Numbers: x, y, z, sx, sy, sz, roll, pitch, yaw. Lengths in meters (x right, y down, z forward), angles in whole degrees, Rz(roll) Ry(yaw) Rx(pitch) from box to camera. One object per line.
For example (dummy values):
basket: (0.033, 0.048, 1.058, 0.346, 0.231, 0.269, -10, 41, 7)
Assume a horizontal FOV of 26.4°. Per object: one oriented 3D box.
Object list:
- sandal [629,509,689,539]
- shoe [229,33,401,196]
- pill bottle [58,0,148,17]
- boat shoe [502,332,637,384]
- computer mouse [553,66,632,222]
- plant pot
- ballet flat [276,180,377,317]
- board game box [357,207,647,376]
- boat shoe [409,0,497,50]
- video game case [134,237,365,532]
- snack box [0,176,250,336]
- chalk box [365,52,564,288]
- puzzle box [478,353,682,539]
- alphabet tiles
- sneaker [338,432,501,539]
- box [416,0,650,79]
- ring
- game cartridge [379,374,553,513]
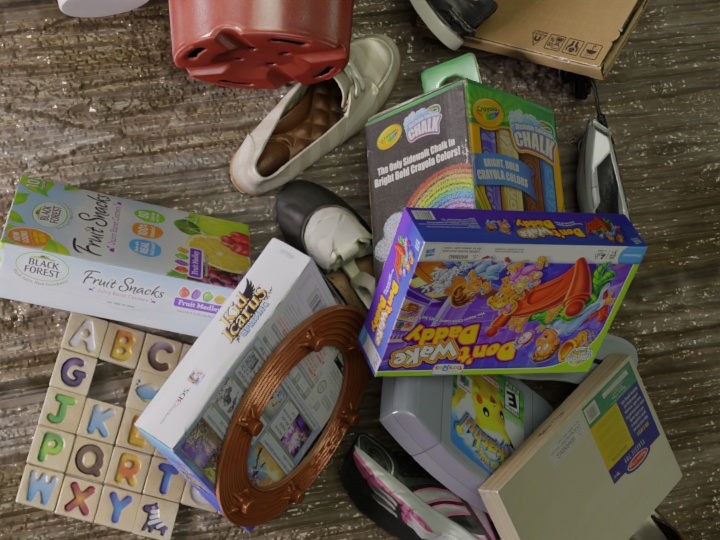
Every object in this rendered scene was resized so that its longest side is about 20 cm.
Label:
sandal: (0.268, 0.252, 1.364, 0.082, 0.055, 0.200, -37, 89, -17)
shoe: (-0.033, -0.140, 1.361, 0.070, 0.053, 0.200, 45, 74, -3)
pill bottle: (-0.235, -0.326, 1.316, 0.111, 0.111, 0.201, -11, 84, -15)
boat shoe: (0.152, 0.064, 1.337, 0.199, 0.062, 0.072, 21, 85, -31)
computer mouse: (0.212, -0.101, 1.399, 0.044, 0.110, 0.201, -13, 91, 11)
plant pot: (-0.083, -0.267, 1.293, 0.200, 0.201, 0.196, 2, 79, -13)
ballet flat: (0.000, 0.000, 1.337, 0.068, 0.068, 0.200, -36, 90, -14)
board game box: (0.112, 0.019, 1.214, 0.199, 0.135, 0.045, 0, 39, -25)
boat shoe: (0.052, -0.291, 1.374, 0.060, 0.074, 0.200, -38, 67, 18)
video game case: (-0.081, 0.096, 1.233, 0.045, 0.200, 0.182, 27, 72, 25)
snack box: (-0.191, -0.010, 1.257, 0.199, 0.142, 0.053, 12, 112, -10)
chalk box: (0.090, -0.083, 1.319, 0.124, 0.125, 0.201, 13, 68, -43)
puzzle box: (0.191, 0.180, 1.298, 0.200, 0.025, 0.133, -39, 112, -35)
alphabet tiles: (-0.173, 0.141, 1.305, 0.199, 0.008, 0.168, 16, 77, -10)
sneaker: (0.072, 0.199, 1.327, 0.200, 0.080, 0.086, 40, 62, -12)
box: (0.169, -0.261, 1.381, 0.200, 0.021, 0.164, 20, 71, 35)
ring: (-0.047, 0.122, 1.249, 0.019, 0.201, 0.201, 28, 73, 26)
game cartridge: (0.096, 0.129, 1.291, 0.200, 0.040, 0.134, 37, 44, -31)
